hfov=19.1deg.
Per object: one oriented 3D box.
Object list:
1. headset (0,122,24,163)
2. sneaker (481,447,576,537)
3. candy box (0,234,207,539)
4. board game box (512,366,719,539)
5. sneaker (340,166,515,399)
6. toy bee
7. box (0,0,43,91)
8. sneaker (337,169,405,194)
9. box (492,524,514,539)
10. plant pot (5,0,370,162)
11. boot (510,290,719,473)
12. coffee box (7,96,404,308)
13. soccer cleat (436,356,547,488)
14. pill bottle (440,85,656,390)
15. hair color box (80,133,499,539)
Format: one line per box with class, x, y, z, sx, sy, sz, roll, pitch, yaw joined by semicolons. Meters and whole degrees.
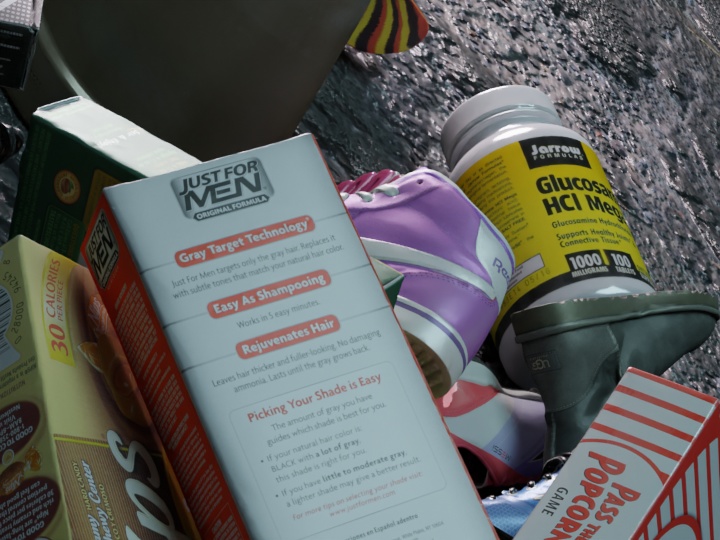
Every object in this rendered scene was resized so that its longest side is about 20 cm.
headset;-0.235;-0.010;0.949;0.124;0.094;0.200;52;40;5
sneaker;0.106;0.139;1.197;0.200;0.079;0.089;7;72;-16
candy box;-0.108;0.095;0.895;0.115;0.055;0.200;30;36;-47
board game box;0.106;0.164;0.935;0.046;0.200;0.152;20;54;28
sneaker;-0.019;-0.014;1.087;0.200;0.073;0.114;22;56;15
toy bee;-0.039;-0.230;1.509;0.200;0.109;0.131;61;-3;-3
box;-0.259;-0.184;1.101;0.200;0.048;0.193;12;37;-12
sneaker;0.000;0.000;1.208;0.074;0.200;0.087;-42;106;-21
box;0.003;0.197;0.955;0.160;0.049;0.200;33;76;-24
plant pot;-0.088;-0.152;1.244;0.200;0.174;0.200;33;32;-25
boot;0.165;0.117;1.295;0.182;0.073;0.200;-6;80;-38
coffee box;-0.082;0.013;1.025;0.200;0.123;0.044;28;29;24
soccer cleat;0.084;0.105;1.305;0.200;0.068;0.073;26;64;-49
pill bottle;0.122;-0.025;1.448;0.112;0.112;0.200;20;40;-42
hair color box;-0.032;0.051;0.893;0.101;0.061;0.200;-16;72;-24
